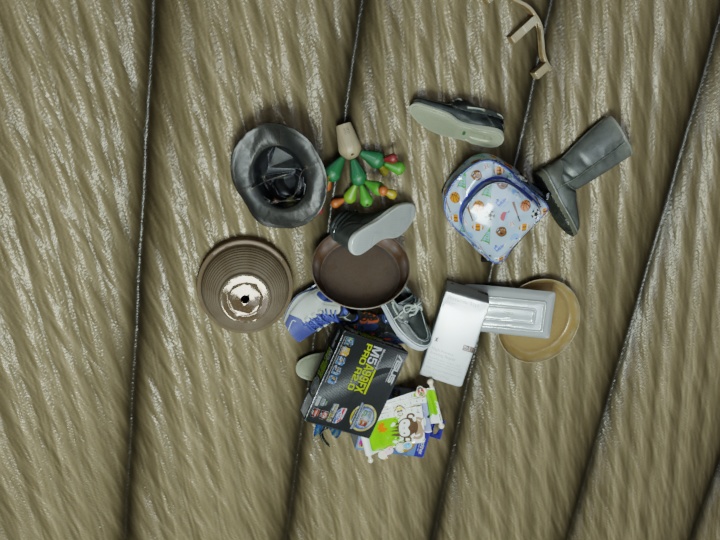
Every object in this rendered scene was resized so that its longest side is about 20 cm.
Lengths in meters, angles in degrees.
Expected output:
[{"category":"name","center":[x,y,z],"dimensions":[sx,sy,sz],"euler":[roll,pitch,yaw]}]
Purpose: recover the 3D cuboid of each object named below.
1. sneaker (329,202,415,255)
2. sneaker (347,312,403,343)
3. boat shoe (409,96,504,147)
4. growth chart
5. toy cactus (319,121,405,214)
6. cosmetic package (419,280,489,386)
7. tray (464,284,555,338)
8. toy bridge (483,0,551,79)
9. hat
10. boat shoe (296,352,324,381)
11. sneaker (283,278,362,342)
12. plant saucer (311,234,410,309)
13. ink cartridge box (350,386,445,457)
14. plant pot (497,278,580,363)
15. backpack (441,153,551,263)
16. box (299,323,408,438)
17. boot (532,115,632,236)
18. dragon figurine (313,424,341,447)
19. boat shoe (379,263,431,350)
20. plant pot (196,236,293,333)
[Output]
[{"category":"sneaker","center":[0.021,-0.102,1.309],"dimensions":[0.198,0.098,0.072],"euler":[-29,132,-35]},{"category":"sneaker","center":[0.048,0.127,1.397],"dimensions":[0.196,0.078,0.077],"euler":[5,66,-24]},{"category":"boat shoe","center":[0.191,-0.304,1.285],"dimensions":[0.196,0.072,0.069],"euler":[15,69,-7]},{"category":"growth chart","center":[0.088,0.333,1.416],"dimensions":[0.197,0.018,0.147],"euler":[-23,110,-2]},{"category":"toy cactus","center":[-0.014,-0.202,1.269],"dimensions":[0.196,0.102,0.168],"euler":[-16,101,5]},{"category":"cosmetic package","center":[0.202,0.136,1.403],"dimensions":[0.100,0.074,0.203],"euler":[15,110,4]},{"category":"tray","center":[0.321,0.092,1.419],"dimensions":[0.196,0.022,0.110],"euler":[5,108,8]},{"category":"toy bridge","center":[0.316,-0.469,1.261],"dimensions":[0.067,0.027,0.200],"euler":[-40,110,4]},{"category":"hat","center":[-0.146,-0.186,1.243],"dimensions":[0.196,0.081,0.204],"euler":[4,111,10]},{"category":"boat shoe","center":[-0.040,0.221,1.403],"dimensions":[0.196,0.073,0.068],"euler":[-2,141,-1]},{"category":"sneaker","center":[-0.065,0.079,1.323],"dimensions":[0.199,0.116,0.080],"euler":[-43,130,7]},{"category":"plant saucer","center":[0.000,0.000,1.297],"dimensions":[0.196,0.203,0.035],"euler":[-7,144,-7]},{"category":"ink cartridge box","center":[0.089,0.338,1.467],"dimensions":[0.196,0.076,0.139],"euler":[9,107,-14]},{"category":"plant pot","center":[0.398,0.111,1.468],"dimensions":[0.196,0.028,0.204],"euler":[-3,109,-9]},{"category":"backpack","center":[0.258,-0.130,1.302],"dimensions":[0.190,0.154,0.201],"euler":[40,104,-4]},{"category":"box","center":[-0.013,0.226,1.318],"dimensions":[0.158,0.044,0.203],"euler":[22,97,-25]},{"category":"boot","center":[0.481,-0.195,1.366],"dimensions":[0.198,0.073,0.183],"euler":[-34,112,-4]},{"category":"dragon figurine","center":[-0.073,0.327,1.416],"dimensions":[0.058,0.100,0.203],"euler":[7,115,-12]},{"category":"boat shoe","center":[0.093,0.074,1.351],"dimensions":[0.073,0.068,0.201],"euler":[-29,88,-36]},{"category":"plant pot","center":[-0.232,0.041,1.304],"dimensions":[0.197,0.093,0.205],"euler":[-3,108,-8]}]
